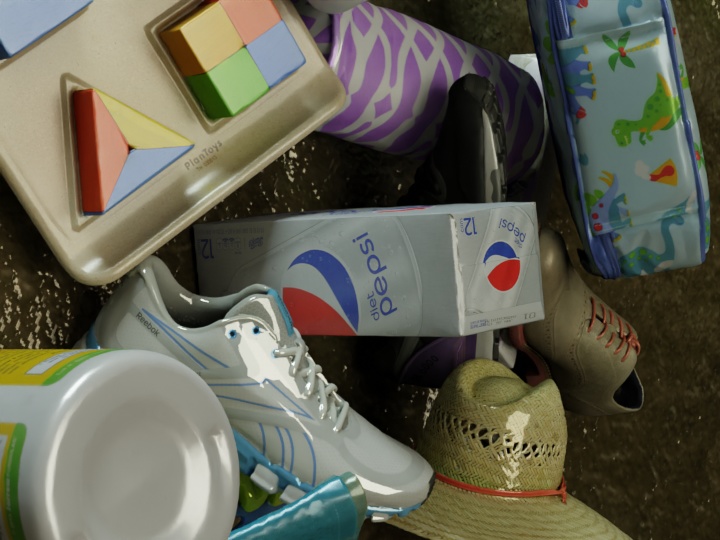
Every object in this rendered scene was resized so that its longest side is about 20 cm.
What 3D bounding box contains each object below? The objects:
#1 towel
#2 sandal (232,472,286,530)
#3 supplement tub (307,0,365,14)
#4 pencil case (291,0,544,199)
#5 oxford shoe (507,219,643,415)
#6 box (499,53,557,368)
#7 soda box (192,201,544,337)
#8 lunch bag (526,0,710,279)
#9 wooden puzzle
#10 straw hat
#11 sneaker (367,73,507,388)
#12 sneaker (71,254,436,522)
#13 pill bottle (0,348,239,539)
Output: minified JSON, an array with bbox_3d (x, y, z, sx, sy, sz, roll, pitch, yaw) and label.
[{"bbox_3d":[-0.093,0.159,0.948,0.199,0.147,0.022,-21,70,-12],"label":"towel"},{"bbox_3d":[-0.107,0.134,1.028,0.200,0.079,0.087,-1,117,-37],"label":"sandal"},{"bbox_3d":[-0.014,-0.251,1.026,0.145,0.145,0.200,-41,103,-38],"label":"supplement tub"},{"bbox_3d":[0.022,-0.105,1.160,0.200,0.085,0.084,19,61,-43],"label":"pencil case"},{"bbox_3d":[0.137,0.030,1.225,0.200,0.075,0.071,62,41,-59],"label":"oxford shoe"},{"bbox_3d":[0.096,-0.039,1.255,0.041,0.039,0.201,46,55,-63],"label":"box"},{"bbox_3d":[0.000,0.000,1.050,0.068,0.200,0.064,-9,96,-45],"label":"soda box"},{"bbox_3d":[0.152,-0.102,1.182,0.161,0.082,0.201,-84,161,-71],"label":"lunch bag"},{"bbox_3d":[-0.118,-0.122,0.995,0.185,0.046,0.200,-39,104,-23],"label":"wooden puzzle"},{"bbox_3d":[0.076,0.096,1.116,0.201,0.201,0.085,7,99,-45],"label":"straw hat"},{"bbox_3d":[0.039,-0.016,1.136,0.076,0.087,0.201,-83,174,-62],"label":"sneaker"},{"bbox_3d":[-0.046,0.057,1.012,0.200,0.075,0.087,26,109,-3],"label":"sneaker"},{"bbox_3d":[-0.158,0.091,0.885,0.111,0.200,0.111,2,87,-45],"label":"pill bottle"}]
